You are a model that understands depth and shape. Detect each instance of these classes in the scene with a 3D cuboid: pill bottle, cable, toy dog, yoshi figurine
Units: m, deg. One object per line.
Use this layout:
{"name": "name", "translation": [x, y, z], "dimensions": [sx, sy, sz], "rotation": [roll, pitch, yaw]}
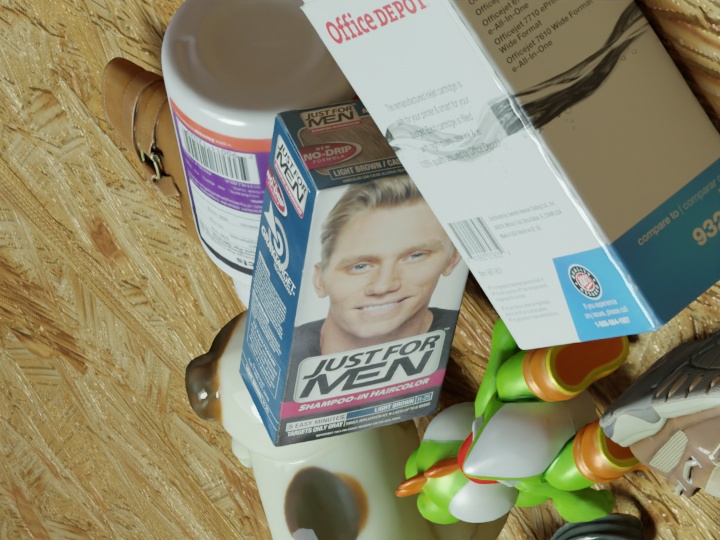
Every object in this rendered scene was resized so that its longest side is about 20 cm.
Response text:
{"name": "pill bottle", "translation": [-0.041, -0.059, 1.545], "dimensions": [0.111, 0.111, 0.200], "rotation": [41, 156, 30]}
{"name": "cable", "translation": [0.106, 0.172, 1.667], "dimensions": [0.097, 0.051, 0.200], "rotation": [13, 148, -3]}
{"name": "toy dog", "translation": [-0.026, 0.108, 1.669], "dimensions": [0.139, 0.194, 0.201], "rotation": [-11, 116, 28]}
{"name": "yoshi figurine", "translation": [0.099, 0.085, 1.540], "dimensions": [0.112, 0.113, 0.200], "rotation": [24, 153, -19]}

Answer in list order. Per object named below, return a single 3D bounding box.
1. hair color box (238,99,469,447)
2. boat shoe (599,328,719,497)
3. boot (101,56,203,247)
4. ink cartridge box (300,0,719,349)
{"name": "hair color box", "translation": [0.000, 0.000, 1.495], "dimensions": [0.200, 0.100, 0.061], "rotation": [100, 151, -46]}
{"name": "boat shoe", "translation": [0.177, 0.068, 1.347], "dimensions": [0.072, 0.076, 0.200], "rotation": [49, 169, 0]}
{"name": "boot", "translation": [-0.096, -0.087, 1.698], "dimensions": [0.155, 0.077, 0.200], "rotation": [46, 166, 30]}
{"name": "ink cartridge box", "translation": [0.079, -0.071, 1.306], "dimensions": [0.200, 0.084, 0.145], "rotation": [57, 160, -9]}
